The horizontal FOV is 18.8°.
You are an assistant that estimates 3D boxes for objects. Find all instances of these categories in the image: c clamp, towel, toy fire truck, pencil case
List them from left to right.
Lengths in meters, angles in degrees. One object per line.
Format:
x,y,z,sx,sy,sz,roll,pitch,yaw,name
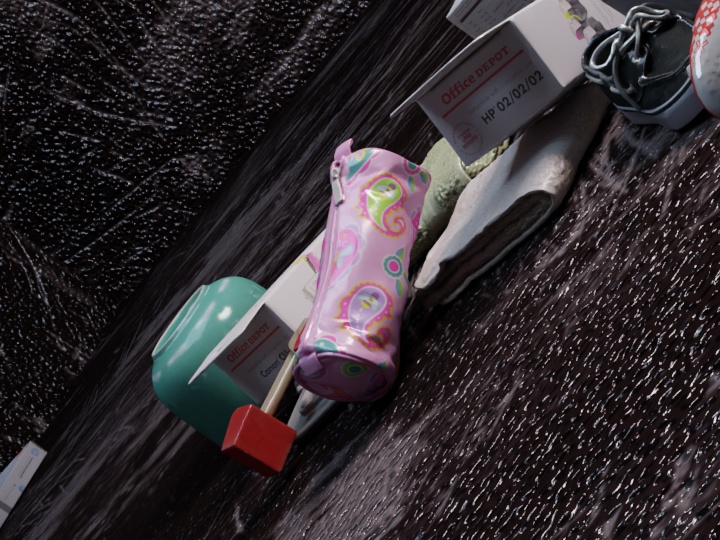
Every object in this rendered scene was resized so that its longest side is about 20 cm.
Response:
-0.034,0.061,1.781,0.141,0.049,0.200,-35,28,55,toy fire truck
-0.012,0.066,1.841,0.200,0.027,0.171,-44,14,47,c clamp
0.000,0.000,1.685,0.087,0.087,0.201,-40,35,56,pencil case
0.083,-0.092,1.920,0.148,0.036,0.200,-48,10,37,towel
0.111,-0.056,1.646,0.200,0.034,0.133,-43,15,51,towel

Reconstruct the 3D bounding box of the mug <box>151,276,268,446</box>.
-0.137,0.082,2.149,0.152,0.114,0.185,-55,9,-8,mug

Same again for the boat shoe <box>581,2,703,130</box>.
0.193,-0.141,1.426,0.074,0.068,0.199,-54,9,1,boat shoe

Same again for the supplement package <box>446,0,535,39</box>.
0.185,-0.285,1.878,0.156,0.111,0.200,-46,12,43,supplement package

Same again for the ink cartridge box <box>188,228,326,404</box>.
-0.061,0.043,1.972,0.200,0.067,0.116,-49,3,-42,ink cartridge box

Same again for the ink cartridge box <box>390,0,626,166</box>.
0.122,-0.149,1.618,0.115,0.068,0.200,-39,-3,41,ink cartridge box

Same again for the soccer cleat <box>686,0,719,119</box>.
0.252,-0.169,1.243,0.200,0.069,0.085,-53,4,-25,soccer cleat

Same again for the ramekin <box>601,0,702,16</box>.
0.240,-0.248,1.493,0.201,0.098,0.201,-51,9,12,ramekin

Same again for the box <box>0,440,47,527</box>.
-0.621,0.402,3.701,0.156,0.041,0.200,-45,13,43,box
